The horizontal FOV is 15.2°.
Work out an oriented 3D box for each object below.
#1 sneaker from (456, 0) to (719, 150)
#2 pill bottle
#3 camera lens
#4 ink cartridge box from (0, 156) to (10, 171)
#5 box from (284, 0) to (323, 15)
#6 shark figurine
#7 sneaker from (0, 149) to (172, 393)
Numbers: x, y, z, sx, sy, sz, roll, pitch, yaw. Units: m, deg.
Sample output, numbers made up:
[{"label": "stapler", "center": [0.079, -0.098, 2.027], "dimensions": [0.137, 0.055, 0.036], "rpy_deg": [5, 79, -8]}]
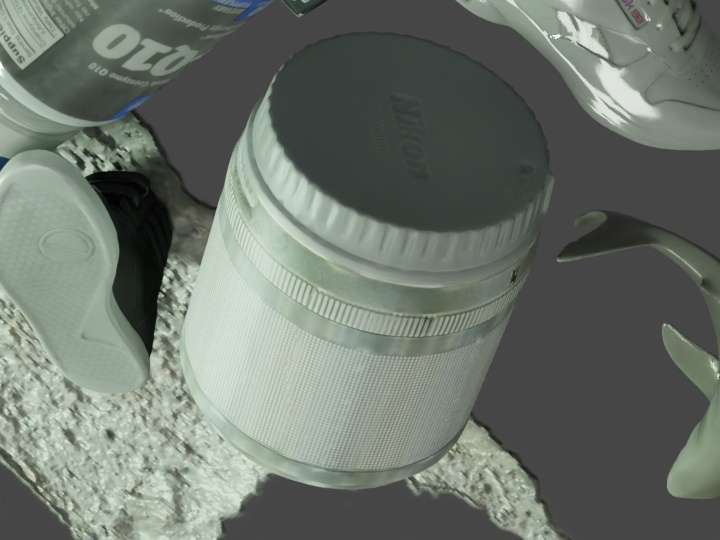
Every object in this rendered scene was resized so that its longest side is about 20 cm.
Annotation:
[{"label": "sneaker", "center": [0.122, -0.130, 1.277], "dimensions": [0.200, 0.075, 0.100], "rpy_deg": [34, 133, -12]}, {"label": "pill bottle", "center": [-0.123, -0.141, 1.329], "dimensions": [0.114, 0.114, 0.200], "rpy_deg": [42, 131, -18]}, {"label": "camera lens", "center": [0.000, 0.000, 1.376], "dimensions": [0.160, 0.160, 0.200], "rpy_deg": [20, 133, 1]}, {"label": "ink cartridge box", "center": [-0.270, -0.101, 1.414], "dimensions": [0.200, 0.116, 0.067], "rpy_deg": [40, 131, -17]}, {"label": "box", "center": [-0.040, -0.236, 1.199], "dimensions": [0.106, 0.122, 0.200], "rpy_deg": [-26, 117, 36]}, {"label": "shark figurine", "center": [0.188, 0.051, 1.408], "dimensions": [0.128, 0.090, 0.215], "rpy_deg": [-8, 128, 24]}, {"label": "sneaker", "center": [-0.150, -0.026, 1.437], "dimensions": [0.070, 0.099, 0.200], "rpy_deg": [-2, 146, 10]}]
